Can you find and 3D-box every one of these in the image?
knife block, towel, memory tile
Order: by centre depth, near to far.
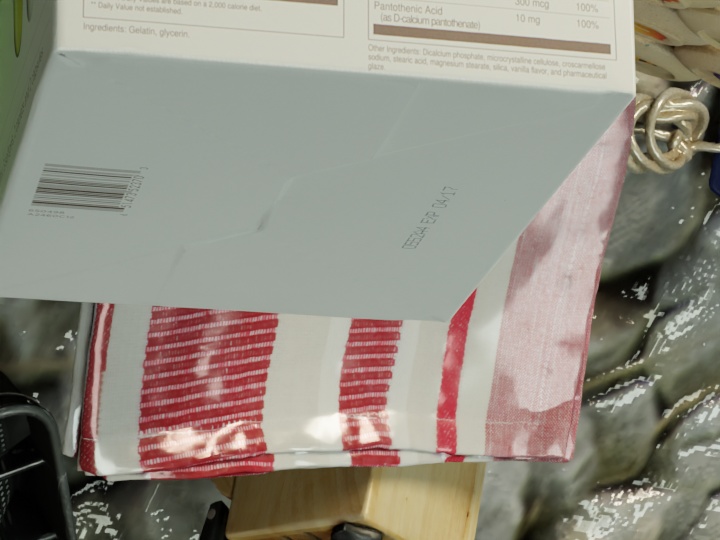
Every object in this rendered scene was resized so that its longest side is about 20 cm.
[{"bbox_3d":[0.079,-0.091,1.004,0.153,0.200,0.017,25,85,-40],"label":"memory tile"},{"bbox_3d":[0.000,0.000,1.020,0.199,0.023,0.145,-1,108,-30],"label":"towel"},{"bbox_3d":[0.010,0.075,1.096,0.200,0.176,0.064,-48,133,9],"label":"knife block"}]

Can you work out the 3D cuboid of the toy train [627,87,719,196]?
[{"bbox_3d":[0.180,-0.031,1.157,0.199,0.116,0.085,-11,127,-23],"label":"toy train"}]

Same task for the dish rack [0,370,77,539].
[{"bbox_3d":[-0.203,0.120,1.089,0.199,0.055,0.154,-18,129,-17],"label":"dish rack"}]

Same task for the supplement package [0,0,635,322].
[{"bbox_3d":[-0.025,-0.070,0.858,0.155,0.111,0.200,4,160,-12],"label":"supplement package"}]
